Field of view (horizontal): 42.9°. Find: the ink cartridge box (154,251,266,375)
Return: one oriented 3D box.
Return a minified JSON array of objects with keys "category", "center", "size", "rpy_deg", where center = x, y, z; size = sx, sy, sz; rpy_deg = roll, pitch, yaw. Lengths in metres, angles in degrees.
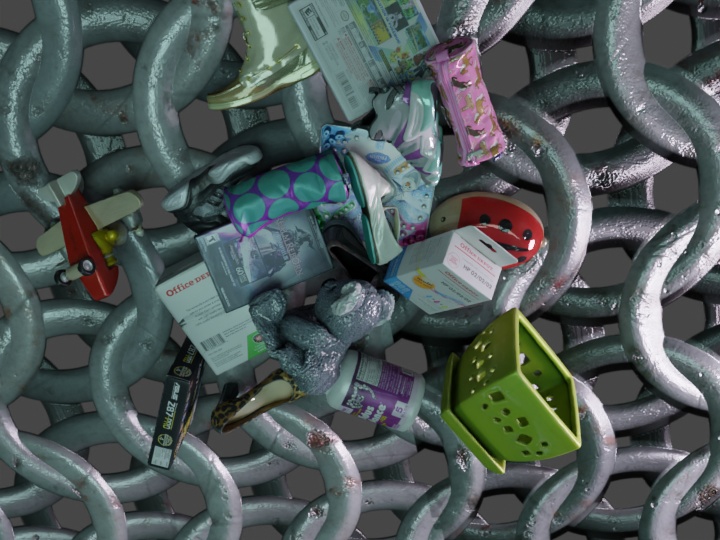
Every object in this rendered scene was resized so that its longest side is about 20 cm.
[{"category":"ink cartridge box","center":[-0.242,0.061,1.609],"size":[0.146,0.084,0.200],"rpy_deg":[-26,112,14]}]

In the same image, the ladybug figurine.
[{"category":"ladybug figurine","center":[0.214,-0.059,1.531],"size":[0.199,0.072,0.136],"rpy_deg":[6,116,0]}]

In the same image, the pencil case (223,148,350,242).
[{"category":"pencil case","center":[-0.115,-0.121,1.460],"size":[0.200,0.085,0.093],"rpy_deg":[-20,95,-2]}]

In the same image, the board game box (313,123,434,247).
[{"category":"board game box","center":[0.023,-0.134,1.531],"size":[0.199,0.026,0.200],"rpy_deg":[8,116,-1]}]

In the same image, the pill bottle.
[{"category":"pill bottle","center":[0.007,0.209,1.653],"size":[0.200,0.112,0.112],"rpy_deg":[20,116,-6]}]

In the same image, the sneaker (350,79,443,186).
[{"category":"sneaker","center":[0.055,-0.212,1.424],"size":[0.139,0.078,0.200],"rpy_deg":[0,137,12]}]

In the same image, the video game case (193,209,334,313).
[{"category":"video game case","center":[-0.158,-0.030,1.532],"size":[0.200,0.019,0.143],"rpy_deg":[-22,110,-7]}]

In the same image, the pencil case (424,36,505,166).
[{"category":"pencil case","center":[0.162,-0.260,1.416],"size":[0.083,0.087,0.200],"rpy_deg":[-24,120,-3]}]

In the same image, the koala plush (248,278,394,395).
[{"category":"koala plush","center":[-0.045,0.088,1.523],"size":[0.200,0.177,0.184],"rpy_deg":[-34,65,14]}]

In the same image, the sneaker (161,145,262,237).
[{"category":"sneaker","center":[-0.225,-0.124,1.526],"size":[0.200,0.076,0.114],"rpy_deg":[-27,113,21]}]

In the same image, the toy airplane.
[{"category":"toy airplane","center":[-0.455,-0.074,1.543],"size":[0.200,0.141,0.200],"rpy_deg":[30,108,29]}]

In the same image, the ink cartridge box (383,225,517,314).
[{"category":"ink cartridge box","center":[0.146,0.002,1.501],"size":[0.115,0.068,0.200],"rpy_deg":[35,151,-24]}]

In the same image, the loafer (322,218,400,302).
[{"category":"loafer","center":[0.000,0.000,1.560],"size":[0.072,0.063,0.200],"rpy_deg":[-26,124,24]}]

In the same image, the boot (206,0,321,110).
[{"category":"boot","center":[-0.170,-0.345,1.412],"size":[0.200,0.072,0.155],"rpy_deg":[-23,114,6]}]

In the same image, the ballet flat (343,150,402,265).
[{"category":"ballet flat","center":[0.025,-0.108,1.498],"size":[0.069,0.069,0.200],"rpy_deg":[-12,110,9]}]

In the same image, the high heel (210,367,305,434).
[{"category":"high heel","center":[-0.169,0.244,1.662],"size":[0.199,0.143,0.072],"rpy_deg":[-10,115,8]}]

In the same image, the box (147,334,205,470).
[{"category":"box","center":[-0.327,0.233,1.656],"size":[0.049,0.161,0.200],"rpy_deg":[15,115,-3]}]

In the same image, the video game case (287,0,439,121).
[{"category":"video game case","center":[0.014,-0.359,1.398],"size":[0.182,0.022,0.200],"rpy_deg":[-30,111,0]}]

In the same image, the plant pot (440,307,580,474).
[{"category":"plant pot","center":[0.252,0.220,1.603],"size":[0.181,0.200,0.199],"rpy_deg":[-32,111,25]}]
